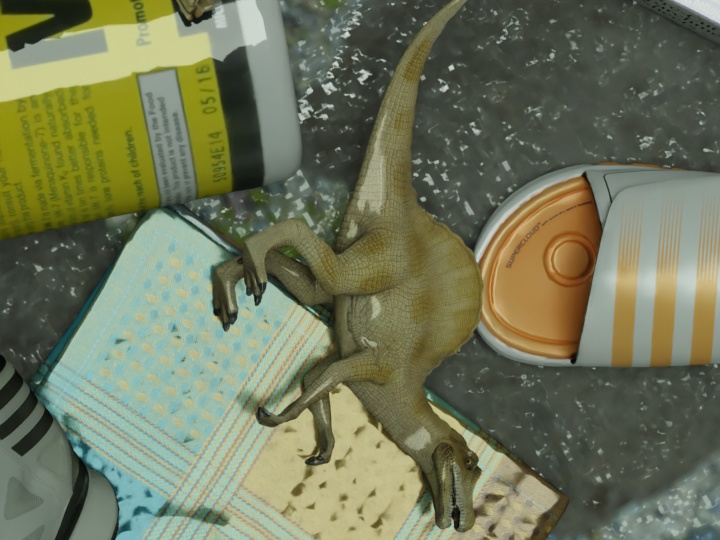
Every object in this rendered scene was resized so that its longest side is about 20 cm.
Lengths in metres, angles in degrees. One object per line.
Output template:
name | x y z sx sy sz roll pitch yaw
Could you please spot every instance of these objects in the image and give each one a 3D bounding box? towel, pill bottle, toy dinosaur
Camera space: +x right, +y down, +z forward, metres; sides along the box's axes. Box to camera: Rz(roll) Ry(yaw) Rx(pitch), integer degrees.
towel | -0.038 0.087 0.894 0.200 0.022 0.147 36 87 -6
pill bottle | -0.129 -0.068 0.835 0.200 0.114 0.114 -13 92 -6
toy dinosaur | 0.000 0.000 0.869 0.101 0.058 0.200 -9 100 -22

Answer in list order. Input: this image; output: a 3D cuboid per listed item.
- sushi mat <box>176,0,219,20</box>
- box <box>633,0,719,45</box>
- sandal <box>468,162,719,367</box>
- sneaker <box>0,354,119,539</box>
sushi mat | -0.086 -0.189 0.786 0.012 0.096 0.200 -15 61 -30
box | 0.184 -0.089 0.905 0.200 0.041 0.039 26 88 -6
sandal | 0.145 -0.004 0.891 0.206 0.059 0.079 -2 92 -5
sneaker | -0.157 0.109 0.773 0.076 0.201 0.115 -6 131 27
